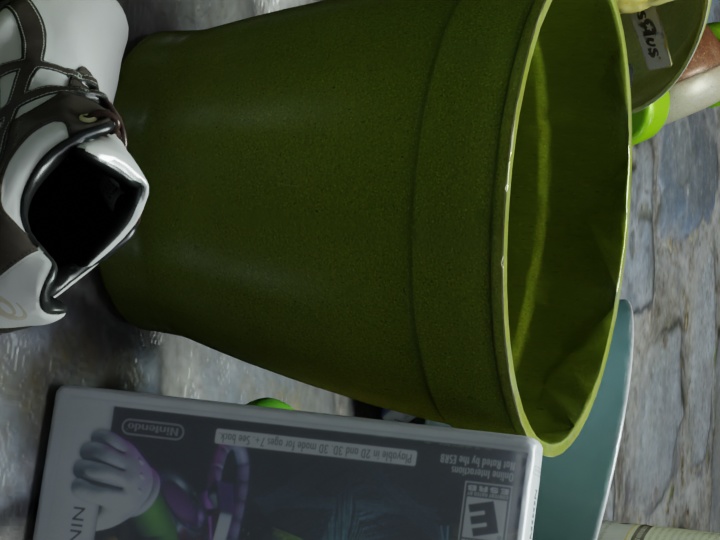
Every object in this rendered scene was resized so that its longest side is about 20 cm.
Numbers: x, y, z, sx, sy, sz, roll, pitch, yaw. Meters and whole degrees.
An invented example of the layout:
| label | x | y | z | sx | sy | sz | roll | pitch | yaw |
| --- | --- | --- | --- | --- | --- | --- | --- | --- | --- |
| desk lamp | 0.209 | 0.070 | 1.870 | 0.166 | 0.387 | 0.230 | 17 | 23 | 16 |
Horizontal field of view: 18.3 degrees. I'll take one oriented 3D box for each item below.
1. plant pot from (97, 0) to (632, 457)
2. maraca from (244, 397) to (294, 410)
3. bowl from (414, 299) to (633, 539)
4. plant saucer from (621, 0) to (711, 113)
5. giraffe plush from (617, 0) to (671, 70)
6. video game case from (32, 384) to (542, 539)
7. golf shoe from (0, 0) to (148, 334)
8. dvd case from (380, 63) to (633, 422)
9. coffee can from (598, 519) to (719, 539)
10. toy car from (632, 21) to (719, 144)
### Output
| label | x | y | z | sx | sy | sz | roll | pitch | yaw |
| --- | --- | --- | --- | --- | --- | --- | --- | --- | --- |
| plant pot | -0.002 | -0.033 | 0.938 | 0.200 | 0.192 | 0.201 | 5 | 90 | -70 |
| maraca | -0.047 | 0.145 | 0.982 | 0.137 | 0.107 | 0.201 | -56 | 150 | -39 |
| bowl | 0.083 | 0.104 | 1.289 | 0.201 | 0.105 | 0.202 | -168 | -90 | -89 |
| plant saucer | 0.131 | -0.187 | 1.279 | 0.031 | 0.200 | 0.201 | -21 | 117 | -39 |
| giraffe plush | 0.074 | -0.176 | 1.183 | 0.162 | 0.172 | 0.201 | -26 | 84 | -43 |
| video game case | -0.038 | 0.144 | 0.866 | 0.023 | 0.199 | 0.183 | 39 | 58 | -72 |
| golf shoe | -0.108 | -0.037 | 0.792 | 0.200 | 0.094 | 0.078 | -66 | 152 | -46 |
| dvd case | 0.078 | -0.013 | 1.214 | 0.200 | 0.017 | 0.143 | -40 | -150 | 49 |
| coffee can | 0.170 | 0.237 | 1.471 | 0.146 | 0.199 | 0.147 | 4 | 90 | -70 |
| toy car | 0.140 | -0.176 | 1.445 | 0.164 | 0.157 | 0.201 | -24 | 93 | -54 |
